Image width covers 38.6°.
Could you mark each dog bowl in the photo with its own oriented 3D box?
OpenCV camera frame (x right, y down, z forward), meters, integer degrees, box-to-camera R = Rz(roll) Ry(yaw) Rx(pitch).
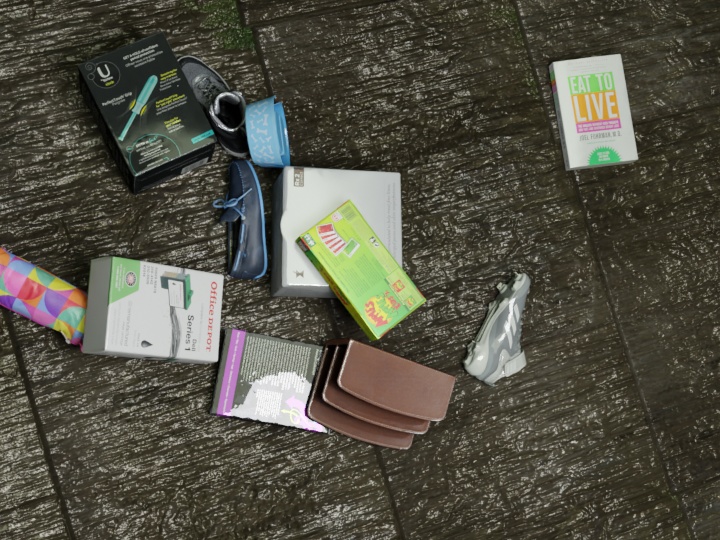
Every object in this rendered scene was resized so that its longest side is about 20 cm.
[{"bbox_3d":[-0.151,-0.221,1.674,0.050,0.200,0.112,-7,92,1],"label":"dog bowl"}]

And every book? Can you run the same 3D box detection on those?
[{"bbox_3d":[0.428,-0.291,1.900,0.134,0.048,0.200,-8,85,-11],"label":"book"}]

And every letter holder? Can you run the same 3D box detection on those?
[{"bbox_3d":[0.031,0.208,1.671,0.200,0.101,0.142,22,77,-21],"label":"letter holder"}]

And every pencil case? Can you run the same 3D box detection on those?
[{"bbox_3d":[-0.498,0.043,1.603,0.200,0.088,0.088,30,75,-6],"label":"pencil case"}]

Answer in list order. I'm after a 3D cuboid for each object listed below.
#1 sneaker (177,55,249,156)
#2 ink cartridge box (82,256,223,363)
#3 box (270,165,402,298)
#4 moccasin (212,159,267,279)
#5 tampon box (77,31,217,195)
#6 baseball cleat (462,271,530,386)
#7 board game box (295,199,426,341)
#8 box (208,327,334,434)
[{"bbox_3d":[-0.238,-0.287,1.695,0.075,0.114,0.200,-36,85,-12],"label":"sneaker"},{"bbox_3d":[-0.318,0.065,1.598,0.200,0.084,0.146,10,78,-39],"label":"ink cartridge box"},{"bbox_3d":[-0.043,-0.058,1.701,0.200,0.131,0.199,2,81,-13],"label":"box"},{"bbox_3d":[-0.198,-0.085,1.693,0.068,0.080,0.200,-6,81,-26],"label":"moccasin"},{"bbox_3d":[-0.345,-0.252,1.663,0.150,0.126,0.200,-26,87,-16],"label":"tampon box"},{"bbox_3d":[0.257,0.106,1.786,0.106,0.070,0.200,34,84,-13],"label":"baseball cleat"},{"bbox_3d":[0.000,0.000,1.611,0.102,0.048,0.200,-38,92,-15],"label":"board game box"},{"bbox_3d":[-0.137,0.183,1.689,0.200,0.036,0.143,12,79,-10],"label":"box"}]
